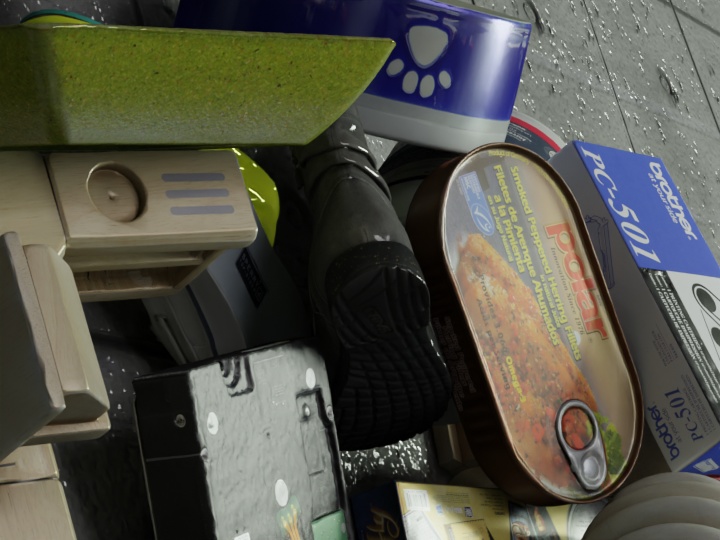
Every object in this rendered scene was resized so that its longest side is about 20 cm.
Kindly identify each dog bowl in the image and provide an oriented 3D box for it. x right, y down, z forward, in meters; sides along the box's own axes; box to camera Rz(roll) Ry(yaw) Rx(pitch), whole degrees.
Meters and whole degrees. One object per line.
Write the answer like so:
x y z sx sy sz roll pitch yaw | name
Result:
-0.007 -0.128 1.293 0.200 0.200 0.079 -2 109 -63 | dog bowl

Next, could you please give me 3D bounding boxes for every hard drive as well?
-0.048 0.139 1.096 0.140 0.038 0.201 -14 94 -64 | hard drive

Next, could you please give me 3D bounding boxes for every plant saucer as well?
-0.119 -0.077 1.017 0.199 0.200 0.048 -3 92 -43 | plant saucer

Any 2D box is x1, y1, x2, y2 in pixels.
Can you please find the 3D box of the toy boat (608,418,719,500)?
0.184 0.144 1.390 0.200 0.130 0.131 110 -29 -59 | toy boat

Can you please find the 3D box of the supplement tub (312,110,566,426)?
0.057 -0.006 1.366 0.141 0.140 0.200 57 26 -13 | supplement tub

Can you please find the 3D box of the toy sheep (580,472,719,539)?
0.170 0.180 1.192 0.138 0.138 0.200 55 16 -16 | toy sheep

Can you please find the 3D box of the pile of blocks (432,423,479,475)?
0.090 0.054 1.464 0.082 0.062 0.200 50 28 -27 | pile of blocks

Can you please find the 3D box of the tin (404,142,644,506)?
0.089 0.030 1.230 0.112 0.042 0.200 -20 92 -37 | tin

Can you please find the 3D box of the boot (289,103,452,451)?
0.000 0.000 1.198 0.200 0.070 0.132 95 -18 -56 | boot

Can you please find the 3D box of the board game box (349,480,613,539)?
0.082 0.186 1.217 0.200 0.035 0.136 11 62 -48 | board game box

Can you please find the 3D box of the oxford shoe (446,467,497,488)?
0.045 0.164 1.267 0.075 0.070 0.200 51 28 -19 | oxford shoe

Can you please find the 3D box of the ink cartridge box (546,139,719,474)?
0.176 0.022 1.306 0.094 0.044 0.200 7 50 -48 | ink cartridge box

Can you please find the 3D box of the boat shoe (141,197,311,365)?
-0.077 0.016 1.173 0.074 0.065 0.200 -57 142 -41 | boat shoe

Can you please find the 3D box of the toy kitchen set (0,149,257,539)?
-0.098 0.038 0.938 0.180 0.163 0.200 -3 67 -37 | toy kitchen set

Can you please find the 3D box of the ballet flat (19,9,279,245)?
-0.108 -0.061 1.196 0.200 0.067 0.067 41 36 -43 | ballet flat
